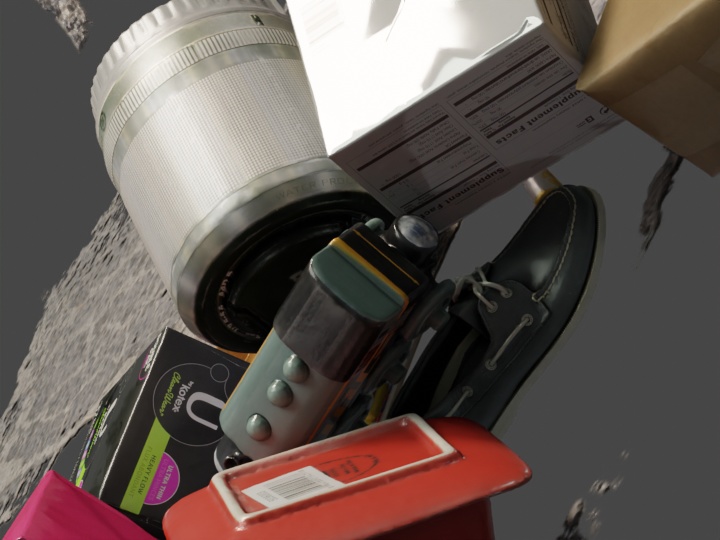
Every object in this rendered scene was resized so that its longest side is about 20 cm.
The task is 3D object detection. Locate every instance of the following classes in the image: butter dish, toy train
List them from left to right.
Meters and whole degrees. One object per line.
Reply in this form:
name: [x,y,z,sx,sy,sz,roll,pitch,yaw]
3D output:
toy train: [-0.022,0.051,1.647,0.114,0.085,0.200,-34,-18,-53]
butter dish: [0.002,0.178,1.555,0.199,0.148,0.200,-16,10,-8]

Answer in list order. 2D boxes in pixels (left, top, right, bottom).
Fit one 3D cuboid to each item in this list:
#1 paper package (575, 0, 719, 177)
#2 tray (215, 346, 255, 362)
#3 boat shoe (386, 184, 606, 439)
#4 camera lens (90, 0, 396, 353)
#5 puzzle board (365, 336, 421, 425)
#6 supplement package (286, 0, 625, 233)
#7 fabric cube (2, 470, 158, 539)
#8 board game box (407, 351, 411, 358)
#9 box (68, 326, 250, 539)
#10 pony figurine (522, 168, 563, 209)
paper package: [0.233,-0.178,1.539,0.200,0.103,0.191,-37,26,57]
tray: [-0.064,0.045,2.216,0.099,0.037,0.200,-62,14,-8]
boat shoe: [0.082,0.031,1.676,0.200,0.062,0.073,-61,33,3]
camera lens: [-0.071,-0.060,1.749,0.160,0.160,0.200,-51,50,28]
puzzle board: [-0.026,0.121,1.978,0.200,0.017,0.151,-37,26,56]
supplement package: [0.051,-0.151,1.668,0.155,0.111,0.200,-31,47,19]
fabric cube: [-0.178,0.277,1.772,0.197,0.200,0.199,-58,5,5]
board game box: [0.000,0.000,1.899,0.158,0.039,0.201,155,105,-80]
box: [-0.138,0.154,2.019,0.200,0.124,0.149,-43,25,63]
pony figurine: [0.063,-0.124,1.832,0.200,0.192,0.167,-98,31,-63]
